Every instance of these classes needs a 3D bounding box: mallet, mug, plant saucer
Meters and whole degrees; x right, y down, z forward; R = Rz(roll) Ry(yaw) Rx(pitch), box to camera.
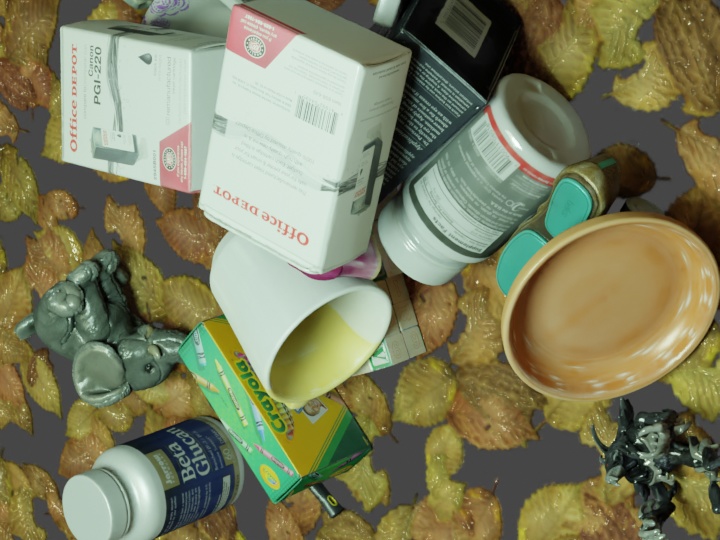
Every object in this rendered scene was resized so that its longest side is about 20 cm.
[{"bbox_3d":[-0.094,0.192,1.843,0.201,0.066,0.041,54,130,16],"label":"mallet"},{"bbox_3d":[-0.082,0.038,1.666,0.153,0.149,0.187,48,114,30],"label":"mug"},{"bbox_3d":[0.216,0.028,1.473,0.038,0.198,0.201,-109,37,-50],"label":"plant saucer"}]

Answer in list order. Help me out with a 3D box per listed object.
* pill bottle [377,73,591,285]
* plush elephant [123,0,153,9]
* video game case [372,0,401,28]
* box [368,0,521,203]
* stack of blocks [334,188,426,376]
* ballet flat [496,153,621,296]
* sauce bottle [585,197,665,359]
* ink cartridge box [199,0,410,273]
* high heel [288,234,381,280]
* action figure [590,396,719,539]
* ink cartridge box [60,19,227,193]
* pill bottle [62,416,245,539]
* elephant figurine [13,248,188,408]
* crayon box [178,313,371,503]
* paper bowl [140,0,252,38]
[{"bbox_3d":[0.111,-0.080,1.566,0.200,0.113,0.114,-44,72,39],"label":"pill bottle"},{"bbox_3d":[-0.213,-0.367,1.761,0.198,0.155,0.166,-10,51,10],"label":"plush elephant"},{"bbox_3d":[0.055,-0.338,1.515,0.022,0.183,0.202,17,115,-2],"label":"video game case"},{"bbox_3d":[0.037,-0.169,1.568,0.104,0.148,0.200,39,131,-11],"label":"box"},{"bbox_3d":[0.000,0.000,1.718,0.115,0.058,0.202,-17,89,42],"label":"stack of blocks"},{"bbox_3d":[0.185,-0.041,1.514,0.068,0.072,0.201,44,147,14],"label":"ballet flat"},{"bbox_3d":[0.216,0.025,1.536,0.065,0.064,0.201,39,124,26],"label":"sauce bottle"},{"bbox_3d":[-0.051,-0.120,1.476,0.145,0.085,0.202,28,120,26],"label":"ink cartridge box"},{"bbox_3d":[-0.054,-0.064,1.620,0.068,0.095,0.201,-55,41,36],"label":"high heel"},{"bbox_3d":[0.279,0.179,1.498,0.199,0.102,0.120,2,114,39],"label":"action figure"},{"bbox_3d":[-0.212,-0.169,1.705,0.199,0.084,0.147,16,110,40],"label":"ink cartridge box"},{"bbox_3d":[-0.232,0.240,1.885,0.110,0.199,0.112,12,109,37],"label":"pill bottle"},{"bbox_3d":[-0.279,0.090,1.947,0.201,0.141,0.155,51,159,-1],"label":"elephant figurine"},{"bbox_3d":[-0.091,0.136,1.792,0.058,0.118,0.201,-46,71,38],"label":"crayon box"},{"bbox_3d":[-0.135,-0.206,1.752,0.199,0.104,0.203,12,110,38],"label":"paper bowl"}]
